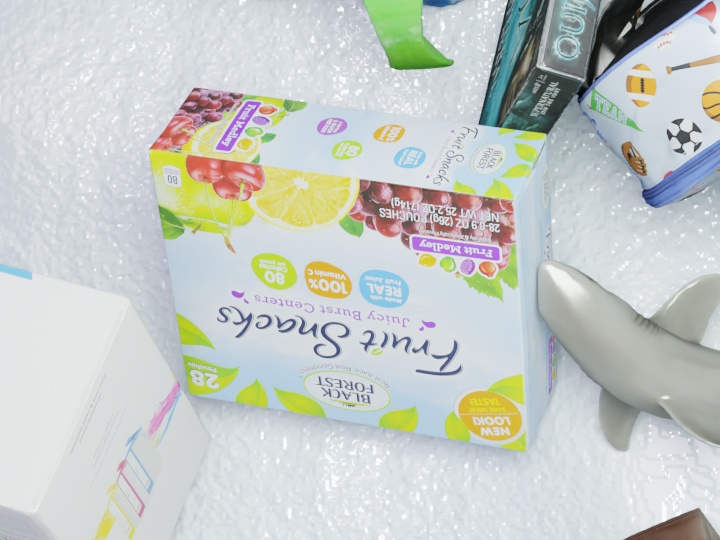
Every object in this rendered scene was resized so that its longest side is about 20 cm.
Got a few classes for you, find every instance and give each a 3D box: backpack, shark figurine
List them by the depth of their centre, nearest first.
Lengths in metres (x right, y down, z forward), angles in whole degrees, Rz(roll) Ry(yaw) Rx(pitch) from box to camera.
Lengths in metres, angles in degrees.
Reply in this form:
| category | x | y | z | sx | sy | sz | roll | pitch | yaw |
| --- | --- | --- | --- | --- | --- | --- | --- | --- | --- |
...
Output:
| category | x | y | z | sx | sy | sz | roll | pitch | yaw |
| --- | --- | --- | --- | --- | --- | --- | --- | --- | --- |
| backpack | 0.207 | -0.109 | 1.212 | 0.190 | 0.200 | 0.155 | -30 | 86 | 13 |
| shark figurine | 0.198 | 0.056 | 1.218 | 0.213 | 0.090 | 0.129 | -3 | 119 | -3 |

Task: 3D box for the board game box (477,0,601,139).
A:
| category | x | y | z | sx | sy | sz | roll | pitch | yaw |
| --- | --- | --- | --- | --- | --- | --- | --- | --- | --- |
| board game box | 0.104 | -0.159 | 1.244 | 0.028 | 0.135 | 0.201 | 16 | 66 | -6 |

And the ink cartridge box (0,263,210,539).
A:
| category | x | y | z | sx | sy | sz | roll | pitch | yaw |
| --- | --- | --- | --- | --- | --- | --- | --- | --- | --- |
| ink cartridge box | -0.175 | 0.098 | 1.280 | 0.128 | 0.200 | 0.126 | 14 | 66 | 18 |

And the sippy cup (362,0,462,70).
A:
| category | x | y | z | sx | sy | sz | roll | pitch | yaw |
| --- | --- | --- | --- | --- | --- | --- | --- | --- | --- |
| sippy cup | 0.031 | -0.207 | 1.301 | 0.139 | 0.130 | 0.178 | 34 | 91 | 19 |

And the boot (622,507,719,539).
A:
| category | x | y | z | sx | sy | sz | roll | pitch | yaw |
| --- | --- | --- | --- | --- | --- | --- | --- | --- | --- |
| boot | 0.122 | 0.234 | 1.231 | 0.199 | 0.064 | 0.187 | -16 | 78 | 8 |

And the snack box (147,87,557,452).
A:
| category | x | y | z | sx | sy | sz | roll | pitch | yaw |
| --- | --- | --- | --- | --- | --- | --- | --- | --- | --- |
| snack box | 0.000 | 0.000 | 1.254 | 0.199 | 0.169 | 0.068 | 10 | 40 | 18 |
